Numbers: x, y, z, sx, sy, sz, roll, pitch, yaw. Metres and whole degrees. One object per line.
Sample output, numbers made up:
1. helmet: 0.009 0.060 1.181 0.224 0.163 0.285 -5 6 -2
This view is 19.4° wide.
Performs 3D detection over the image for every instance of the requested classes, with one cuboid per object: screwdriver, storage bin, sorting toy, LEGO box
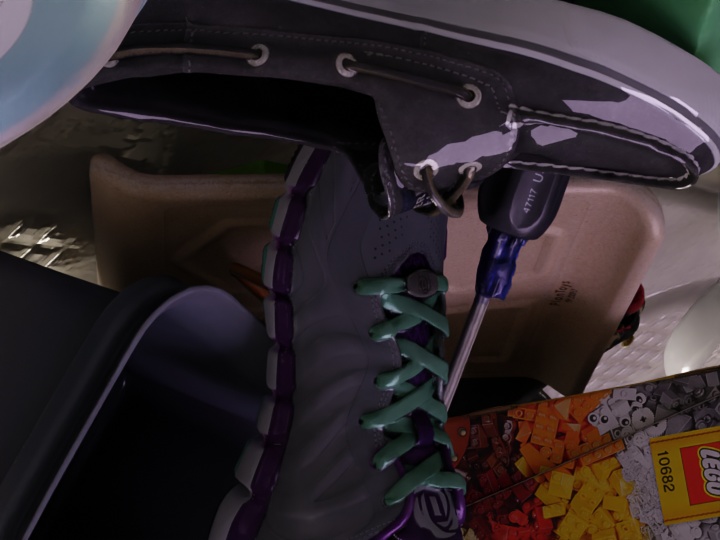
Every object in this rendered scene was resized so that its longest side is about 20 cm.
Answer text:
1. screwdriver: 0.038 0.024 0.705 0.029 0.028 0.202 2 111 -40
2. storage bin: -0.089 0.058 0.743 0.146 0.134 0.200 -61 148 -9
3. sorting toy: 0.000 0.000 0.790 0.198 0.037 0.185 3 157 -4
4. LEGO box: 0.111 0.088 0.860 0.147 0.078 0.200 -11 174 10

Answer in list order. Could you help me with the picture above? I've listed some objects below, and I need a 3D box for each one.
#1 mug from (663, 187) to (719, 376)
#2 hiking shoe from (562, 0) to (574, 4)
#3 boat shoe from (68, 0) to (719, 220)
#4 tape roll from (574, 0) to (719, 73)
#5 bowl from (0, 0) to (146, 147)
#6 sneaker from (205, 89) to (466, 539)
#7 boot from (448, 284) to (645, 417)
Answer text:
1. mug: 0.229 0.002 0.982 0.200 0.148 0.175 -43 144 20
2. hiking shoe: 0.026 -0.093 0.658 0.101 0.076 0.199 -41 154 23
3. boat shoe: 0.010 -0.047 0.602 0.198 0.067 0.070 16 164 -8
4. tape roll: 0.147 -0.136 0.648 0.200 0.048 0.201 -43 157 -23
5. bowl: -0.119 -0.091 0.472 0.199 0.106 0.201 -22 156 -11
6. sneaker: 0.013 0.041 0.667 0.074 0.087 0.202 -5 114 -44
7. boot: 0.075 0.046 1.011 0.150 0.074 0.199 -38 148 29
